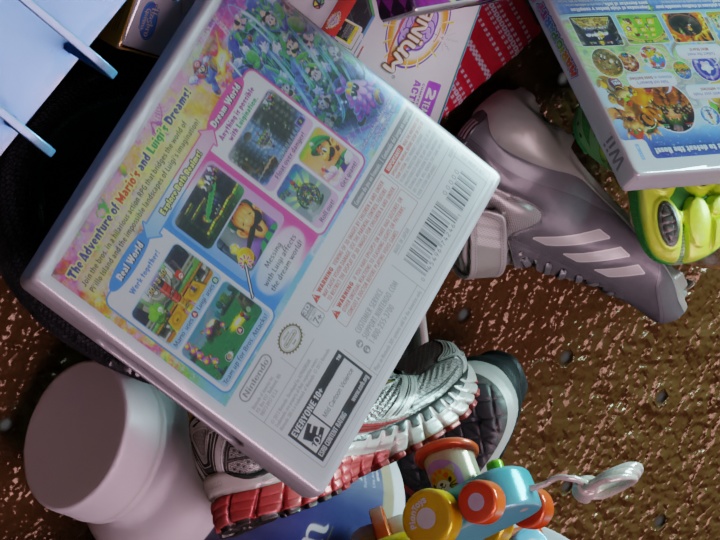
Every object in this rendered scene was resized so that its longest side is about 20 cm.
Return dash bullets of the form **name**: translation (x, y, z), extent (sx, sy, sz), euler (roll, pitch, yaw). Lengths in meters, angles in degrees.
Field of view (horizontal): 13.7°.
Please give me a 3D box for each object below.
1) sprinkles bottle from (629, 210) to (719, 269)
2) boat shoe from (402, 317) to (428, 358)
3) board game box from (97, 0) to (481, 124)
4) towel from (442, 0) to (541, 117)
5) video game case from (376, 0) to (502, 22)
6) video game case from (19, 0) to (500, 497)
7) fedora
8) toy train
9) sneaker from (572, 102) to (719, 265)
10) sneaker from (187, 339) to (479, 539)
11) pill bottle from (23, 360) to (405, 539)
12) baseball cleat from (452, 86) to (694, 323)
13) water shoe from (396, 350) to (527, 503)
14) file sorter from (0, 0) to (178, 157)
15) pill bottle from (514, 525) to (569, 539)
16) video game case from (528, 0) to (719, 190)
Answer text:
- **sprinkles bottle**: translation (0.221, -0.100, 1.715), extent (0.068, 0.068, 0.200), euler (45, 64, -42)
- **boat shoe**: translation (0.000, 0.000, 1.619), extent (0.072, 0.066, 0.200), euler (-34, 140, -23)
- **board game box**: translation (-0.025, -0.163, 1.530), extent (0.200, 0.040, 0.153), euler (16, 97, -34)
- **towel**: translation (0.002, -0.116, 1.612), extent (0.200, 0.022, 0.145), euler (-41, 132, -13)
- **video game case**: translation (0.069, -0.238, 1.528), extent (0.181, 0.036, 0.200), euler (-12, 92, -35)
- **video game case**: translation (-0.045, -0.021, 1.463), extent (0.182, 0.024, 0.200), euler (38, 66, -18)
- **fedora**: translation (-0.101, -0.008, 1.520), extent (0.200, 0.201, 0.092), euler (-17, 164, -30)
- **toy train**: translation (0.063, 0.130, 1.590), extent (0.150, 0.056, 0.200), euler (-12, 160, -24)
- **sneaker**: translation (0.164, -0.075, 1.650), extent (0.074, 0.200, 0.084), euler (12, 137, -19)
- **sneaker**: translation (-0.011, 0.068, 1.558), extent (0.200, 0.078, 0.082), euler (-23, 89, -50)
- **pill bottle**: translation (-0.080, 0.114, 1.610), extent (0.200, 0.111, 0.111), euler (23, 98, -42)
- **baseball cleat**: translation (0.107, -0.018, 1.722), extent (0.106, 0.070, 0.200), euler (-44, 122, -2)
- **water shoe**: translation (0.034, 0.132, 1.730), extent (0.200, 0.071, 0.079), euler (-52, 173, 22)
- **file sorter**: translation (-0.169, -0.134, 1.378), extent (0.139, 0.123, 0.200), euler (40, 87, -23)
- **pill bottle**: translation (0.077, 0.259, 1.804), extent (0.112, 0.112, 0.200), euler (-13, 120, -32)
- **video game case**: translation (0.158, -0.133, 1.618), extent (0.143, 0.200, 0.018), euler (-5, 149, -35)
